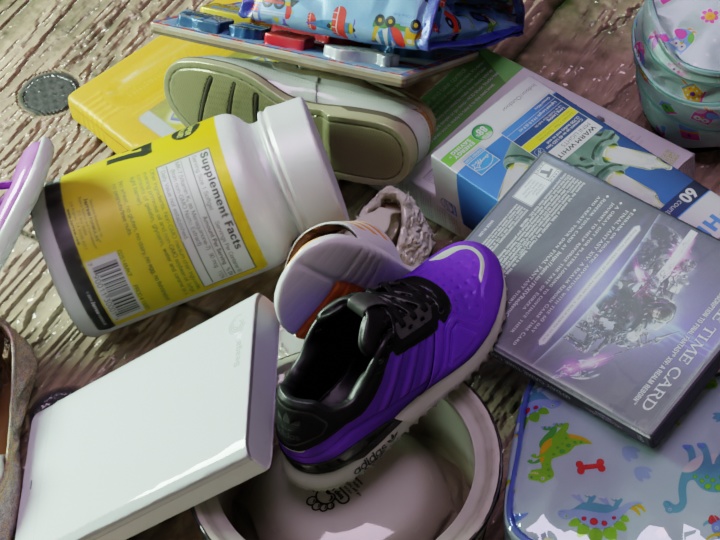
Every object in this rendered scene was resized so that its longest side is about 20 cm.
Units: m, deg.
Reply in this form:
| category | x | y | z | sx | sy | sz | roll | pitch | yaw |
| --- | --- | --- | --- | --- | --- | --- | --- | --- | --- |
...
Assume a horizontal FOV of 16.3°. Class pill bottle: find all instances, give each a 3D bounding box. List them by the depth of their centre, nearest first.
| category | x | y | z | sx | sy | sz | roll | pitch | yaw |
| --- | --- | --- | --- | --- | --- | --- | --- | --- | --- |
| pill bottle | -0.116 | -0.039 | 1.725 | 0.200 | 0.114 | 0.114 | -21 | 48 | 2 |

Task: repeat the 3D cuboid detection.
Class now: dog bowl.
| category | x | y | z | sx | sy | sz | roll | pitch | yaw |
| --- | --- | --- | --- | --- | --- | --- | --- | --- | --- |
| dog bowl | -0.007 | 0.145 | 1.598 | 0.200 | 0.074 | 0.200 | -3 | 48 | 3 |

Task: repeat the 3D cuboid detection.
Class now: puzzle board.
| category | x | y | z | sx | sy | sz | roll | pitch | yaw |
| --- | --- | --- | --- | --- | --- | --- | --- | --- | --- |
| puzzle board | -0.031 | -0.170 | 1.830 | 0.200 | 0.017 | 0.151 | 14 | 18 | 20 |

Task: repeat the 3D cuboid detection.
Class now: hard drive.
| category | x | y | z | sx | sy | sz | roll | pitch | yaw |
| --- | --- | --- | --- | --- | --- | --- | --- | --- | --- |
| hard drive | -0.137 | 0.108 | 1.604 | 0.200 | 0.026 | 0.132 | -28 | 40 | 29 |

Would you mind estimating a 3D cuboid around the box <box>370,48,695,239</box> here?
| category | x | y | z | sx | sy | sz | roll | pitch | yaw |
| --- | --- | --- | --- | --- | --- | --- | --- | --- | --- |
| box | 0.119 | -0.074 | 1.810 | 0.200 | 0.036 | 0.144 | 31 | 58 | 28 |

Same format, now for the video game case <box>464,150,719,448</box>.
| category | x | y | z | sx | sy | sz | roll | pitch | yaw |
| --- | --- | --- | --- | --- | --- | --- | --- | --- | --- |
| video game case | 0.151 | 0.015 | 1.613 | 0.200 | 0.019 | 0.143 | 30 | 69 | 33 |

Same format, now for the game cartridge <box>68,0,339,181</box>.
| category | x | y | z | sx | sy | sz | roll | pitch | yaw |
| --- | --- | --- | --- | --- | --- | --- | --- | --- | --- |
| game cartridge | -0.090 | -0.119 | 1.874 | 0.176 | 0.032 | 0.200 | -36 | 56 | -25 |

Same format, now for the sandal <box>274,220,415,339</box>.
| category | x | y | z | sx | sy | sz | roll | pitch | yaw |
| --- | --- | --- | --- | --- | --- | --- | --- | --- | --- |
| sandal | -0.005 | 0.006 | 1.650 | 0.079 | 0.207 | 0.059 | -45 | 63 | 13 |

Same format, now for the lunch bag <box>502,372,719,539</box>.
| category | x | y | z | sx | sy | sz | roll | pitch | yaw |
| --- | --- | --- | --- | --- | --- | --- | --- | --- | --- |
| lunch bag | 0.189 | 0.142 | 1.573 | 0.199 | 0.083 | 0.161 | 3 | 47 | 9 |

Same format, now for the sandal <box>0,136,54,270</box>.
| category | x | y | z | sx | sy | sz | roll | pitch | yaw |
| --- | --- | --- | --- | --- | --- | --- | --- | --- | --- |
| sandal | -0.270 | -0.010 | 1.691 | 0.050 | 0.203 | 0.083 | 27 | 24 | -17 |

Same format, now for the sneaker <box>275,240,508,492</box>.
| category | x | y | z | sx | sy | sz | roll | pitch | yaw |
| --- | --- | --- | --- | --- | --- | --- | --- | --- | --- |
| sneaker | 0.019 | 0.041 | 1.562 | 0.069 | 0.100 | 0.200 | 26 | 61 | 32 |

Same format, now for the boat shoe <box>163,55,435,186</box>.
| category | x | y | z | sx | sy | sz | roll | pitch | yaw |
| --- | --- | --- | --- | --- | --- | --- | --- | --- | --- |
| boat shoe | -0.042 | -0.113 | 1.804 | 0.200 | 0.075 | 0.068 | 19 | 35 | 17 |

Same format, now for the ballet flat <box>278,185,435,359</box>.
| category | x | y | z | sx | sy | sz | roll | pitch | yaw |
| --- | --- | --- | --- | --- | --- | --- | --- | --- | --- |
| ballet flat | -0.015 | 0.017 | 1.721 | 0.072 | 0.072 | 0.200 | 18 | 53 | 21 |

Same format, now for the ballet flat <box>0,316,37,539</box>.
| category | x | y | z | sx | sy | sz | roll | pitch | yaw |
| --- | --- | --- | --- | --- | --- | --- | --- | --- | --- |
| ballet flat | -0.258 | 0.110 | 1.659 | 0.068 | 0.067 | 0.200 | -8 | 47 | 8 |

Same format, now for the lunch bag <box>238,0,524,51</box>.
| category | x | y | z | sx | sy | sz | roll | pitch | yaw |
| --- | --- | --- | --- | --- | --- | --- | --- | --- | --- |
| lunch bag | 0.026 | -0.209 | 1.832 | 0.150 | 0.200 | 0.094 | 12 | 95 | 23 |

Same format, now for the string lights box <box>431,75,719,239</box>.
| category | x | y | z | sx | sy | sz | roll | pitch | yaw |
| --- | --- | --- | --- | --- | --- | --- | --- | --- | --- |
| string lights box | 0.155 | -0.041 | 1.711 | 0.103 | 0.059 | 0.200 | -40 | 56 | -23 |

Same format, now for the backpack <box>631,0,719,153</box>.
| category | x | y | z | sx | sy | sz | roll | pitch | yaw |
| --- | --- | --- | --- | --- | --- | --- | --- | --- | --- |
| backpack | 0.293 | -0.168 | 1.815 | 0.200 | 0.127 | 0.167 | -14 | 51 | -3 |

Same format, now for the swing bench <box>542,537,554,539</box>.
| category | x | y | z | sx | sy | sz | roll | pitch | yaw |
| --- | --- | --- | --- | --- | --- | --- | --- | --- | --- |
| swing bench | 0.089 | 0.292 | 1.368 | 0.130 | 0.200 | 0.199 | 32 | 58 | 29 |
